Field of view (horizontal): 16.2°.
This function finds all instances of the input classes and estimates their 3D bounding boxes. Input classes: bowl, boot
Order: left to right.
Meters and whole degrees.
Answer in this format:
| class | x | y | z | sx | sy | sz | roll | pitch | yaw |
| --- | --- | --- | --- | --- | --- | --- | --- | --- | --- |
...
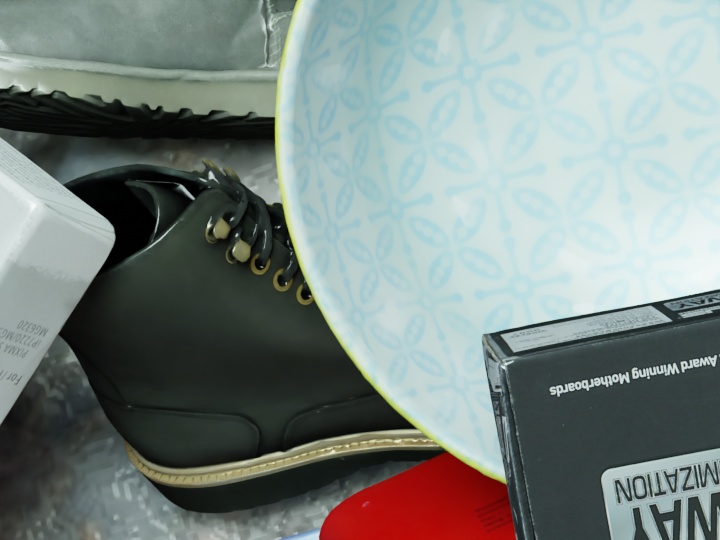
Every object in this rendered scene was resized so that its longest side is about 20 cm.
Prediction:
| class | x | y | z | sx | sy | sz | roll | pitch | yaw |
| --- | --- | --- | --- | --- | --- | --- | --- | --- | --- |
| boot | -0.063 | -0.144 | 0.826 | 0.182 | 0.073 | 0.200 | 1 | 85 | -23 |
| boot | 0.000 | 0.000 | 0.760 | 0.200 | 0.138 | 0.077 | -24 | 52 | 9 |
| bowl | 0.080 | -0.042 | 0.699 | 0.200 | 0.108 | 0.200 | 1 | 101 | 4 |

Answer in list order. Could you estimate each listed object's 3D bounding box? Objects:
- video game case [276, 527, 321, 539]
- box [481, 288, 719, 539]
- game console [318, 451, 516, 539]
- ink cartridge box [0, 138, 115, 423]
| class | x | y | z | sx | sy | sz | roll | pitch | yaw |
| --- | --- | --- | --- | --- | --- | --- | --- | --- | --- |
| video game case | -0.038 | 0.183 | 0.791 | 0.200 | 0.045 | 0.181 | -17 | 77 | 12 |
| box | 0.140 | 0.076 | 0.627 | 0.200 | 0.050 | 0.158 | -10 | 97 | -3 |
| game console | 0.110 | 0.109 | 0.716 | 0.200 | 0.172 | 0.119 | -23 | 114 | -4 |
| ink cartridge box | -0.190 | 0.008 | 0.742 | 0.200 | 0.045 | 0.176 | 36 | 98 | 29 |
